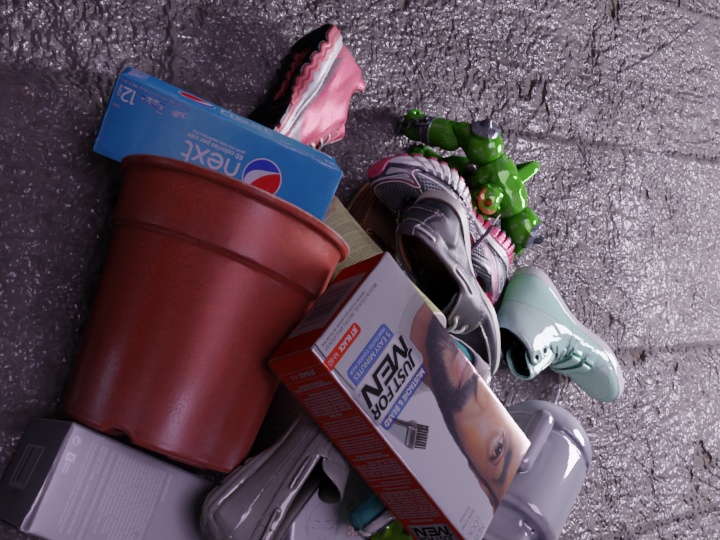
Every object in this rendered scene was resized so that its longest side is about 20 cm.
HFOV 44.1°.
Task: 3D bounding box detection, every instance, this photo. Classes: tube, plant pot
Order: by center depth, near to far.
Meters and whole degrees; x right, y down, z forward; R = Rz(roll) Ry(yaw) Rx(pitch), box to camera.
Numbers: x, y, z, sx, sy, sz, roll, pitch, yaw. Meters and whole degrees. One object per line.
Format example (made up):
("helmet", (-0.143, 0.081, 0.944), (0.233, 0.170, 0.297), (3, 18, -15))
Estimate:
("plant pot", (-0.130, 0.043, 0.705), (0.199, 0.199, 0.199), (26, 77, -32))
("tube", (0.000, 0.000, 0.812), (0.057, 0.200, 0.053), (8, 119, -48))

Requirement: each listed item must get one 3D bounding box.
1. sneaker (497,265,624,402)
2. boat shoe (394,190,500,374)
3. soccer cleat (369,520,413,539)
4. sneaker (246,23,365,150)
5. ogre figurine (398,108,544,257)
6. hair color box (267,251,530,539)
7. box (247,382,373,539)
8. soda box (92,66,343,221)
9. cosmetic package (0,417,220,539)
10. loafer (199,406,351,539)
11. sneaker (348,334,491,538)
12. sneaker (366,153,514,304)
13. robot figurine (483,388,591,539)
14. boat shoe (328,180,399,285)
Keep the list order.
("sneaker", (0.222, 0.107, 1.034), (0.201, 0.073, 0.119), (48, 52, -12))
("boat shoe", (0.080, 0.030, 0.833), (0.068, 0.071, 0.203), (-51, 130, -46))
("soccer cleat", (0.025, 0.276, 0.742), (0.200, 0.067, 0.082), (-49, 132, -29))
("sneaker", (-0.051, -0.141, 0.854), (0.087, 0.073, 0.202), (43, 62, -30))
("ogre figurine", (0.124, -0.087, 0.954), (0.097, 0.119, 0.205), (-14, 92, -39))
("hair color box", (0.035, 0.102, 0.676), (0.201, 0.063, 0.111), (52, 51, -16))
("box", (-0.026, 0.187, 0.811), (0.150, 0.105, 0.205), (12, 77, -36))
("soda box", (-0.118, -0.098, 0.751), (0.197, 0.064, 0.069), (22, 103, -14))
("cosmetic package", (-0.173, 0.191, 0.697), (0.199, 0.106, 0.092), (35, 64, -28))
("loafer", (-0.035, 0.150, 0.690), (0.069, 0.071, 0.200), (37, 62, 22))
("sneaker", (0.038, 0.137, 0.768), (0.079, 0.077, 0.201), (38, 57, -7))
("sneaker", (0.082, -0.039, 0.876), (0.199, 0.080, 0.076), (40, 55, -27))
("robot figurine", (0.179, 0.223, 0.959), (0.201, 0.111, 0.172), (-52, 156, -36))
("boat shoe", (0.008, -0.008, 0.886), (0.072, 0.067, 0.203), (38, 63, -28))
